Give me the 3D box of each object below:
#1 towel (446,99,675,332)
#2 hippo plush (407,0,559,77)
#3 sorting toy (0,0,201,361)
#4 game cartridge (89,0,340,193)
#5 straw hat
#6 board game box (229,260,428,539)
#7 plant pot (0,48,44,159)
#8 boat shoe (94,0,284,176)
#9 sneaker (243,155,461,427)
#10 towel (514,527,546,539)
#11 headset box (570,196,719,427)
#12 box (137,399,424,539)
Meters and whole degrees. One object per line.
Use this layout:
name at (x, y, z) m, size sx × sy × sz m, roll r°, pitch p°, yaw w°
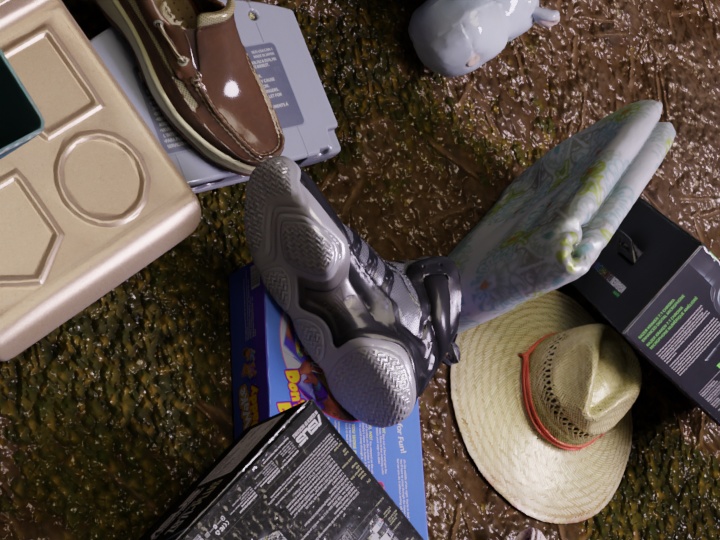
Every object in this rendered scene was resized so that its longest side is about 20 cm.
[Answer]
towel at (0.139, -0.038, 1.516) m, size 0.048 × 0.171 × 0.200 m, roll 47°, pitch 49°, yaw -11°
hippo plush at (0.069, -0.250, 1.601) m, size 0.200 × 0.158 × 0.162 m, roll -47°, pitch 134°, yaw -27°
sorting toy at (-0.223, -0.068, 1.307) m, size 0.185 × 0.036 × 0.201 m, roll -36°, pitch 97°, yaw -32°
game cartridge at (-0.111, -0.126, 1.441) m, size 0.199 × 0.041 × 0.134 m, roll -16°, pitch 78°, yaw -42°
straw hat at (0.168, 0.087, 1.543) m, size 0.200 × 0.085 × 0.203 m, roll 17°, pitch 61°, yaw -34°
board game box at (-0.022, 0.101, 1.406) m, size 0.134 × 0.045 × 0.202 m, roll 13°, pitch 63°, yaw -35°
plant pot at (-0.309, -0.076, 1.140) m, size 0.141 × 0.199 × 0.142 m, roll -35°, pitch 94°, yaw -43°
boat shoe at (-0.114, -0.157, 1.377) m, size 0.203 × 0.075 × 0.075 m, roll 51°, pitch 48°, yaw -10°
sneaker at (0.000, 0.000, 1.391) m, size 0.114 × 0.075 × 0.201 m, roll -35°, pitch 100°, yaw -44°
towel at (0.143, 0.310, 1.418) m, size 0.201 × 0.032 × 0.191 m, roll 60°, pitch 28°, yaw -11°
headset box at (0.265, 0.043, 1.577) m, size 0.200 × 0.174 × 0.093 m, roll 41°, pitch 95°, yaw -18°
box at (-0.059, 0.209, 1.247) m, size 0.164 × 0.086 × 0.200 m, roll 51°, pitch 53°, yaw -9°
